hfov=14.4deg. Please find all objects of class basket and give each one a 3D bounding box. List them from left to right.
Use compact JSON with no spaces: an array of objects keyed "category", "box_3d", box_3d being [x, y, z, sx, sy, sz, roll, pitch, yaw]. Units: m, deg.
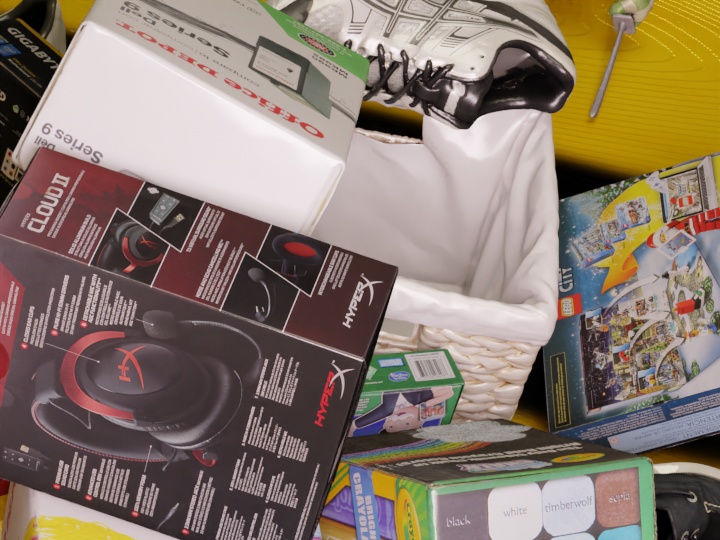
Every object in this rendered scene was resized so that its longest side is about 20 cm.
[{"category":"basket","box_3d":[0.000,0.000,1.625,0.197,0.161,0.200,11,42,-6]}]

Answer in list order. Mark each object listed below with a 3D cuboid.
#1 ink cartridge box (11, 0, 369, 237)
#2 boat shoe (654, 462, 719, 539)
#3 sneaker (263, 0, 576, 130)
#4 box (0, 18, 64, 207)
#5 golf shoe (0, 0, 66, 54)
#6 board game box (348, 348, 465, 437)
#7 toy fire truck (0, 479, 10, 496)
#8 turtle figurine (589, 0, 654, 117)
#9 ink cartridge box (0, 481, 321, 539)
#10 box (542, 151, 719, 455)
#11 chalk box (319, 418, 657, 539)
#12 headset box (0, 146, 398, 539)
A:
[{"category":"ink cartridge box","box_3d":[-0.079,-0.079,1.425,0.146,0.084,0.200,28,17,-6]},{"category":"boat shoe","box_3d":[0.148,0.142,1.564,0.199,0.074,0.066,19,43,-36]},{"category":"sneaker","box_3d":[0.032,-0.120,1.592,0.199,0.076,0.088,-7,45,-25]},{"category":"box","box_3d":[-0.161,-0.017,1.537,0.049,0.160,0.200,-16,45,-45]},{"category":"golf shoe","box_3d":[-0.255,-0.109,1.713,0.078,0.097,0.200,36,47,19]},{"category":"board game box","box_3d":[-0.055,0.105,1.511,0.199,0.135,0.029,-4,46,-22]},{"category":"toy fire truck","box_3d":[-0.201,0.040,1.495,0.141,0.200,0.049,45,27,18]},{"category":"turtle figurine","box_3d":[0.140,-0.225,1.985,0.143,0.201,0.194,9,15,26]},{"category":"ink cartridge box","box_3d":[-0.098,0.188,1.397,0.145,0.147,0.200,3,43,-14]},{"category":"box","box_3d":[0.176,0.021,1.700,0.136,0.038,0.200,-17,40,15]},{"category":"chalk box","box_3d":[0.067,0.150,1.383,0.124,0.125,0.200,-5,7,-23]},{"category":"headset box","box_3d":[-0.099,0.041,1.335,0.199,0.149,0.075,18,39,3]}]
